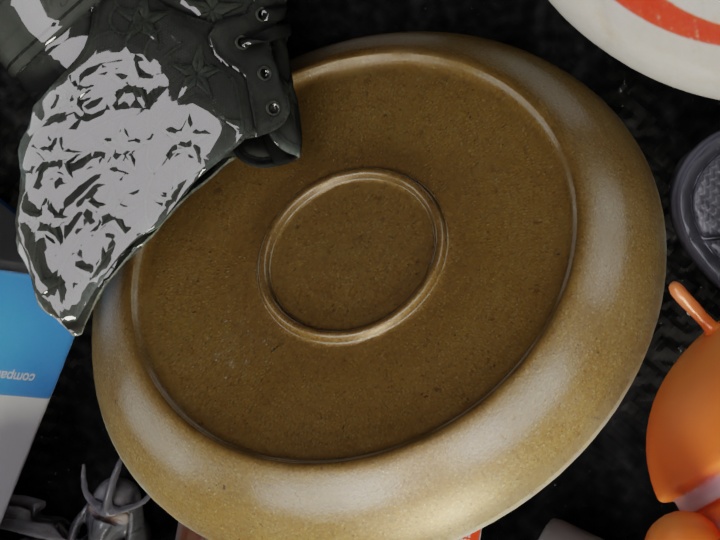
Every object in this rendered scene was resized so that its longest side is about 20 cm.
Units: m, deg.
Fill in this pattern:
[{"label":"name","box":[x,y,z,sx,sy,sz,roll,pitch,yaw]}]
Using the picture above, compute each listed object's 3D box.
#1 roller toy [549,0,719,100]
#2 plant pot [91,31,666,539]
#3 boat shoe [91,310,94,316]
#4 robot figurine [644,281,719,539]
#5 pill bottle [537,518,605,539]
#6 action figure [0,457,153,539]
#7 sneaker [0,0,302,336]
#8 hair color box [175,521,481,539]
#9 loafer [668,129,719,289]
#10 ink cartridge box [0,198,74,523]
[{"label":"roller toy","box":[0.138,-0.155,0.941,0.199,0.140,0.183,33,116,4]},{"label":"plant pot","box":[0.000,0.000,0.969,0.199,0.028,0.201,-10,58,16]},{"label":"boat shoe","box":[-0.002,0.009,1.037,0.199,0.072,0.068,-10,104,18]},{"label":"robot figurine","box":[0.161,0.087,0.918,0.143,0.117,0.201,-24,81,-1]},{"label":"pill bottle","box":[0.134,0.170,1.012,0.199,0.114,0.114,25,104,8]},{"label":"action figure","box":[-0.111,0.164,1.094,0.129,0.069,0.201,19,100,17]},{"label":"sneaker","box":[-0.045,-0.078,0.973,0.199,0.060,0.104,-36,88,-9]},{"label":"hair color box","box":[-0.021,0.139,1.014,0.064,0.111,0.201,14,83,-30]},{"label":"loafer","box":[0.180,0.029,1.011,0.072,0.063,0.200,-42,93,-1]},{"label":"ink cartridge box","box":[-0.195,0.056,1.054,0.144,0.084,0.201,35,109,42]}]
